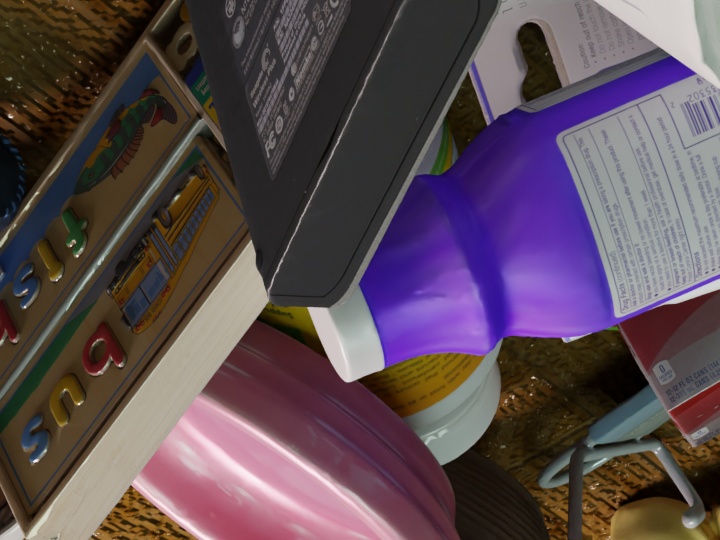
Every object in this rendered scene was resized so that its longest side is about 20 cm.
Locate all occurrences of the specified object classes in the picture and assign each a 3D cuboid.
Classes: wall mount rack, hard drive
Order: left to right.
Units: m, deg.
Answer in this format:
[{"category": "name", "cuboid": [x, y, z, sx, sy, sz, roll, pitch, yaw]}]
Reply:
[{"category": "hard drive", "cuboid": [-0.019, -0.110, 0.702, 0.033, 0.201, 0.140, 2, 139, -24]}, {"category": "wall mount rack", "cuboid": [0.166, 0.081, 1.070, 0.200, 0.075, 0.173, -40, 162, 27]}]

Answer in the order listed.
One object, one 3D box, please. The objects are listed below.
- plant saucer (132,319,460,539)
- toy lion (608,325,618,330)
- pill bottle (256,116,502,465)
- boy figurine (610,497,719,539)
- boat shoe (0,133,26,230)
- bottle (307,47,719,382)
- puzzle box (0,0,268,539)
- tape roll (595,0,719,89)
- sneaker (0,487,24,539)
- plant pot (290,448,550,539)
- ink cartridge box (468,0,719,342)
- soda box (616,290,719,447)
[{"category": "plant saucer", "cuboid": [-0.036, 0.078, 0.906, 0.051, 0.199, 0.201, -55, 147, -21]}, {"category": "toy lion", "cuboid": [0.163, -0.045, 0.968, 0.191, 0.069, 0.200, 16, 132, -44]}, {"category": "pill bottle", "cuboid": [0.000, 0.000, 0.913, 0.110, 0.112, 0.201, -19, 142, 3]}, {"category": "boy figurine", "cuboid": [0.233, 0.153, 1.224, 0.198, 0.065, 0.125, -9, 141, -9]}, {"category": "boat shoe", "cuboid": [-0.204, -0.056, 0.792, 0.199, 0.085, 0.069, 15, 144, -37]}, {"category": "bottle", "cuboid": [0.076, -0.020, 0.767, 0.199, 0.065, 0.084, -24, 105, -9]}, {"category": "puzzle box", "cuboid": [-0.081, -0.011, 0.811, 0.025, 0.133, 0.201, 26, 107, -41]}, {"category": "tape roll", "cuboid": [0.146, -0.155, 0.683, 0.202, 0.071, 0.203, -34, 147, -26]}, {"category": "sneaker", "cuboid": [-0.197, 0.116, 1.033, 0.199, 0.073, 0.085, -35, 165, 17]}, {"category": "plant pot", "cuboid": [0.027, 0.143, 1.080, 0.199, 0.093, 0.201, 23, 153, 12]}, {"category": "ink cartridge box", "cuboid": [0.136, -0.098, 0.822, 0.198, 0.043, 0.200, -19, 106, 3]}, {"category": "soda box", "cuboid": [0.211, -0.005, 0.955, 0.199, 0.064, 0.070, -31, 154, 6]}]
